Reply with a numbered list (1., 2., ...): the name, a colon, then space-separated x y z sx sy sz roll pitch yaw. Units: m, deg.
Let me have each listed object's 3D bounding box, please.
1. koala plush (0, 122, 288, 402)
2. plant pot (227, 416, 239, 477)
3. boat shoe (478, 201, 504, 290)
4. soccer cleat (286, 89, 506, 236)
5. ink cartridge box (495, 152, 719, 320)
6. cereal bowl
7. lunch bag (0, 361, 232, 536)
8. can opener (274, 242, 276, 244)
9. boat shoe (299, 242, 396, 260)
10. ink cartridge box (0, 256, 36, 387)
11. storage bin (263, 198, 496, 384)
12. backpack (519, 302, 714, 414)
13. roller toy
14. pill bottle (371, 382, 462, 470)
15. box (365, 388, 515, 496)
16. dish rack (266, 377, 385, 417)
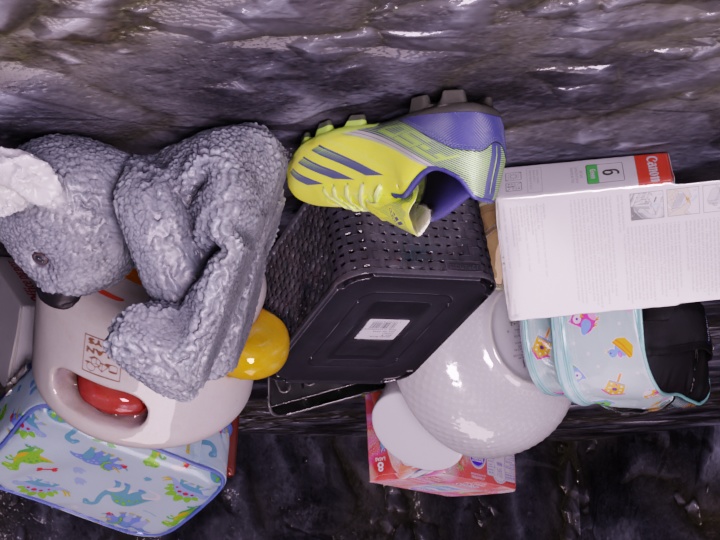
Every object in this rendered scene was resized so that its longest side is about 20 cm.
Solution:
1. koala plush: -0.164 -0.034 1.055 0.198 0.186 0.177 19 -177 5
2. plant pot: -0.218 0.139 1.773 0.198 0.198 0.201 -1 169 0
3. boat shoe: 0.118 -0.022 1.288 0.071 0.077 0.200 3 168 -11
4. soccer cleat: 0.016 -0.061 1.039 0.064 0.085 0.199 7 167 -41
5. ink cartridge box: 0.204 -0.028 1.173 0.197 0.110 0.051 -6 -149 7
6. cereal bowl: 0.128 0.067 1.418 0.198 0.203 0.083 6 161 -36
7. lunch bag: -0.227 0.156 1.366 0.198 0.083 0.161 25 135 -24
8. can opener: -0.139 0.034 1.401 0.199 0.053 0.066 -31 -151 -29
9. boat shoe: 0.000 0.000 1.431 0.068 0.085 0.200 -5 153 19
10. ink cartridge box: -0.248 0.053 1.463 0.198 0.089 0.145 3 -163 -27
11. storage bin: 0.008 0.010 1.251 0.134 0.095 0.200 3 152 -24
12. backpack: 0.215 0.034 1.322 0.151 0.178 0.200 -4 174 19
13. roller toy: -0.167 0.038 1.238 0.180 0.141 0.200 -8 -142 -27
14. pill bottle: 0.092 0.092 1.516 0.113 0.115 0.201 -9 -149 35
15. box: 0.091 0.187 1.695 0.094 0.104 0.199 -10 165 26
16. dish rack: -0.035 0.061 1.553 0.152 0.055 0.201 -16 145 -5
